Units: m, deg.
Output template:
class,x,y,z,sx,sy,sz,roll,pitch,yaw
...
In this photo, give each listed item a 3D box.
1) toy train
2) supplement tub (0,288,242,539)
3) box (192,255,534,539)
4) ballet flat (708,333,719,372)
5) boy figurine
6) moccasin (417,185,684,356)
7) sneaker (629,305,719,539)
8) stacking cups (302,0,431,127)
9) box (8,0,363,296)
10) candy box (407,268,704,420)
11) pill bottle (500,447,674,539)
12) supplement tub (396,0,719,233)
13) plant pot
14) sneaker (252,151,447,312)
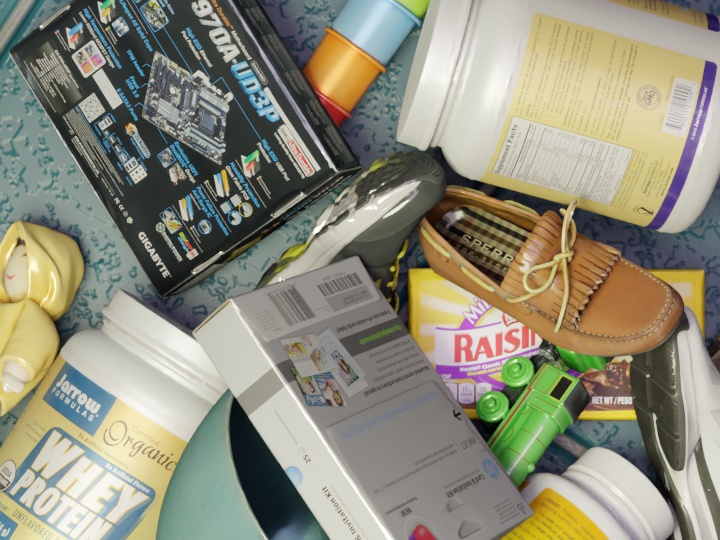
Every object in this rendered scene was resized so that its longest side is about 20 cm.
class,x,y,z,sx,sy,sz,roll,pitch,yaw
toy train,0.112,0.086,1.716,0.056,0.042,0.200,27,73,32
supplement tub,-0.158,0.128,1.721,0.144,0.145,0.200,32,89,3
box,0.005,0.094,1.614,0.041,0.156,0.200,-41,79,30
ballet flat,0.327,0.043,1.742,0.199,0.075,0.068,-9,88,2
boy figurine,-0.242,0.059,1.743,0.064,0.124,0.201,35,76,-25
moccasin,0.118,-0.005,1.694,0.201,0.078,0.074,32,76,37
sneaker,0.246,0.101,1.732,0.115,0.076,0.201,-17,113,-13
stacking cups,0.011,-0.162,1.778,0.060,0.061,0.200,34,94,3
box,-0.117,-0.107,1.754,0.159,0.046,0.200,-34,85,22
candy box,0.130,0.049,1.774,0.199,0.026,0.103,0,84,2
pill bottle,0.109,0.207,1.711,0.200,0.109,0.109,-42,86,-19
supplement tub,0.135,-0.116,1.713,0.199,0.145,0.146,15,88,-3
plant pot,-0.048,0.175,1.626,0.135,0.200,0.200,-40,86,29
sneaker,0.000,0.000,1.738,0.085,0.075,0.200,41,126,-10
